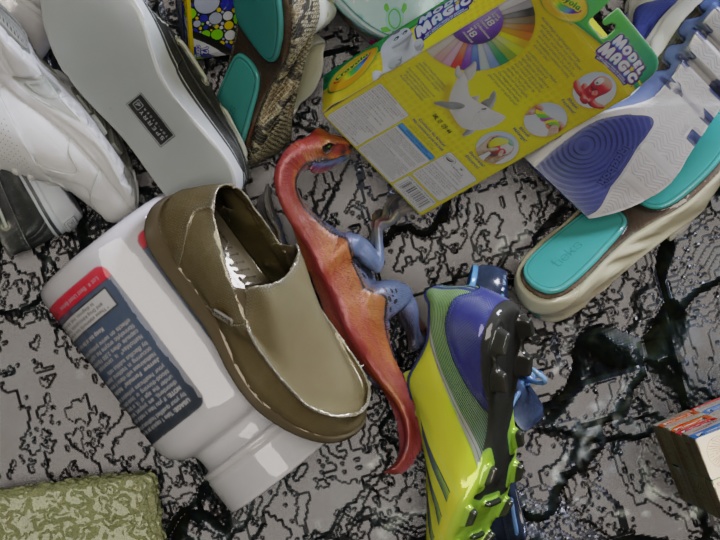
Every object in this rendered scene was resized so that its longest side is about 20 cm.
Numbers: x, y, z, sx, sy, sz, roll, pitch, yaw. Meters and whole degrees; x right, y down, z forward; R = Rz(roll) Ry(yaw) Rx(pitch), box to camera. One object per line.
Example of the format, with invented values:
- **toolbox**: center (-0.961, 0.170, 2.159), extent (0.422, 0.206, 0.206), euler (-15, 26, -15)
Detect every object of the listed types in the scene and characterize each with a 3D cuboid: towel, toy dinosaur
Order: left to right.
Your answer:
- **towel**: center (-0.227, 0.220, 1.558), extent (0.199, 0.036, 0.149), euler (-11, 88, 0)
- **toy dinosaur**: center (0.000, 0.000, 1.506), extent (0.105, 0.201, 0.182), euler (-29, 134, 8)

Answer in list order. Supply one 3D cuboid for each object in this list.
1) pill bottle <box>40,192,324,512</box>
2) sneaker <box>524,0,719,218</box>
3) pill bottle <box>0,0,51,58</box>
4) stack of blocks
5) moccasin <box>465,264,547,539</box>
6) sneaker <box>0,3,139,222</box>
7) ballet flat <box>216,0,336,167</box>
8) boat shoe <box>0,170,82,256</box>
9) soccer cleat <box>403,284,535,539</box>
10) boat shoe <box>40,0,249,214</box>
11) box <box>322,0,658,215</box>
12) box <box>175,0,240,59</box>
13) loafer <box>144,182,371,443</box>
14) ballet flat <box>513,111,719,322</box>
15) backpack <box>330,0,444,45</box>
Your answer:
- **pill bottle**: center (-0.113, 0.059, 1.521), extent (0.119, 0.120, 0.200), euler (-37, 90, -1)
- **sneaker**: center (0.200, -0.130, 1.537), extent (0.199, 0.115, 0.081), euler (-41, 114, 8)
- **pill bottle**: center (-0.196, -0.249, 1.529), extent (0.111, 0.111, 0.201), euler (34, 89, 0)
- **stack of blocks**: center (0.269, 0.112, 1.486), extent (0.115, 0.200, 0.059), euler (-22, 89, 0)
- **moccasin**: center (0.095, 0.093, 1.544), extent (0.068, 0.081, 0.201), euler (5, 109, 8)
- **sneaker**: center (-0.230, -0.096, 1.491), extent (0.099, 0.078, 0.200), euler (-37, 117, 10)
- **ballet flat**: center (-0.054, -0.152, 1.507), extent (0.075, 0.201, 0.068), euler (-22, 58, -29)
- **boat shoe**: center (-0.271, -0.101, 1.544), extent (0.071, 0.072, 0.201), euler (-32, 92, -6)
- **soccer cleat**: center (0.064, 0.102, 1.487), extent (0.083, 0.065, 0.201), euler (21, 117, 30)
- **boat shoe**: center (-0.143, -0.127, 1.497), extent (0.070, 0.064, 0.201), euler (-27, 102, 21)
- **box**: center (0.086, -0.129, 1.471), extent (0.199, 0.049, 0.117), euler (-28, 127, 25)
- **box**: center (-0.092, -0.240, 1.490), extent (0.070, 0.201, 0.064), euler (-10, 46, -10)
- **loafer**: center (-0.060, 0.026, 1.450), extent (0.200, 0.067, 0.076), euler (49, 46, -4)
- **ballet flat**: center (0.188, -0.034, 1.555), extent (0.200, 0.069, 0.070), euler (-38, 90, -11)
- **backpack**: center (0.055, -0.244, 1.519), extent (0.200, 0.151, 0.178), euler (-43, 80, 7)
